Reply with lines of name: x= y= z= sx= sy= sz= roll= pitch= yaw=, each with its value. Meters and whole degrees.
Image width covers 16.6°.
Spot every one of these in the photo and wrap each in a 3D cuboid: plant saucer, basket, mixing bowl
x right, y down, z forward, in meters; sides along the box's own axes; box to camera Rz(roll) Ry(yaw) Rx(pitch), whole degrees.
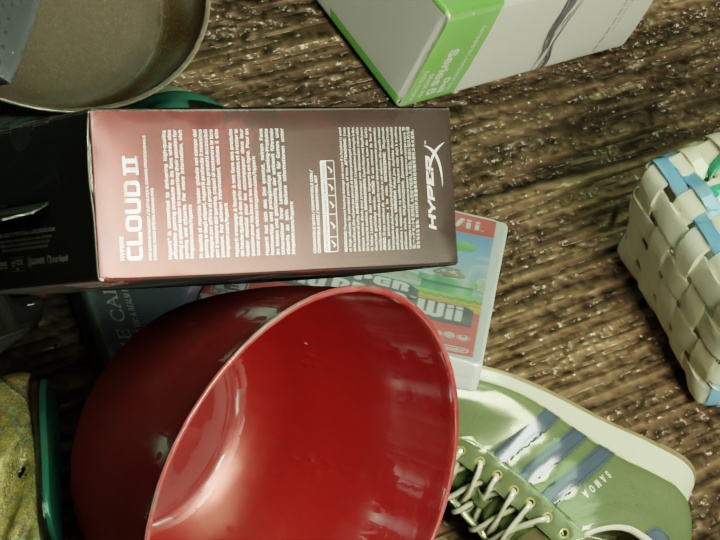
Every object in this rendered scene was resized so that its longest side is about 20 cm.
plant saucer: x=-0.175 y=-0.157 z=1.282 sx=0.199 sy=0.032 sz=0.201 roll=14 pitch=52 yaw=-18
basket: x=0.264 y=-0.010 z=1.412 sx=0.199 sy=0.139 sz=0.177 roll=-12 pitch=55 yaw=-24
mixing bowl: x=-0.059 y=0.089 z=1.133 sx=0.108 sy=0.201 sz=0.200 roll=21 pitch=31 yaw=40

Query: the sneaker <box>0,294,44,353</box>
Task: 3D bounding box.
sneaker: x=-0.205 y=-0.043 z=1.165 sx=0.090 sy=0.066 sz=0.201 roll=-22 pitch=105 yaw=-17

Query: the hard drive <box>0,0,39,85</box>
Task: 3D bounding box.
hard drive: x=-0.211 y=-0.192 z=1.213 sx=0.135 sy=0.042 sz=0.201 roll=33 pitch=47 yaw=-33

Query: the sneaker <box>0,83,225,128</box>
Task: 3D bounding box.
sneaker: x=-0.132 y=-0.050 z=1.265 sx=0.080 sy=0.072 sz=0.200 roll=14 pitch=29 yaw=37

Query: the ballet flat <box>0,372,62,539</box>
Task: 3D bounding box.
ballet flat: x=-0.160 y=0.134 z=1.109 sx=0.070 sy=0.071 sz=0.201 roll=7 pitch=47 yaw=-23

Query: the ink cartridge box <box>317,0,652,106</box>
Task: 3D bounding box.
ink cartridge box: x=0.072 y=-0.197 z=1.523 sx=0.199 sy=0.084 sz=0.146 roll=-17 pitch=60 yaw=-38

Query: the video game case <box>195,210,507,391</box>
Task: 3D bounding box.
video game case: x=0.000 y=0.000 z=1.276 sx=0.142 sy=0.018 sz=0.200 roll=13 pitch=22 yaw=2

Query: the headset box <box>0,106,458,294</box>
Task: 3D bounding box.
headset box: x=-0.079 y=-0.031 z=1.114 sx=0.199 sy=0.149 sz=0.078 roll=-4 pitch=89 yaw=-31

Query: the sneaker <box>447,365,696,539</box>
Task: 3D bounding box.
sneaker: x=0.085 y=0.113 z=1.241 sx=0.199 sy=0.067 sz=0.090 roll=22 pitch=52 yaw=-21

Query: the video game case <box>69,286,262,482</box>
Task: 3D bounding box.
video game case: x=-0.044 y=0.047 z=1.280 sx=0.199 sy=0.019 sz=0.143 roll=-1 pitch=51 yaw=-29
